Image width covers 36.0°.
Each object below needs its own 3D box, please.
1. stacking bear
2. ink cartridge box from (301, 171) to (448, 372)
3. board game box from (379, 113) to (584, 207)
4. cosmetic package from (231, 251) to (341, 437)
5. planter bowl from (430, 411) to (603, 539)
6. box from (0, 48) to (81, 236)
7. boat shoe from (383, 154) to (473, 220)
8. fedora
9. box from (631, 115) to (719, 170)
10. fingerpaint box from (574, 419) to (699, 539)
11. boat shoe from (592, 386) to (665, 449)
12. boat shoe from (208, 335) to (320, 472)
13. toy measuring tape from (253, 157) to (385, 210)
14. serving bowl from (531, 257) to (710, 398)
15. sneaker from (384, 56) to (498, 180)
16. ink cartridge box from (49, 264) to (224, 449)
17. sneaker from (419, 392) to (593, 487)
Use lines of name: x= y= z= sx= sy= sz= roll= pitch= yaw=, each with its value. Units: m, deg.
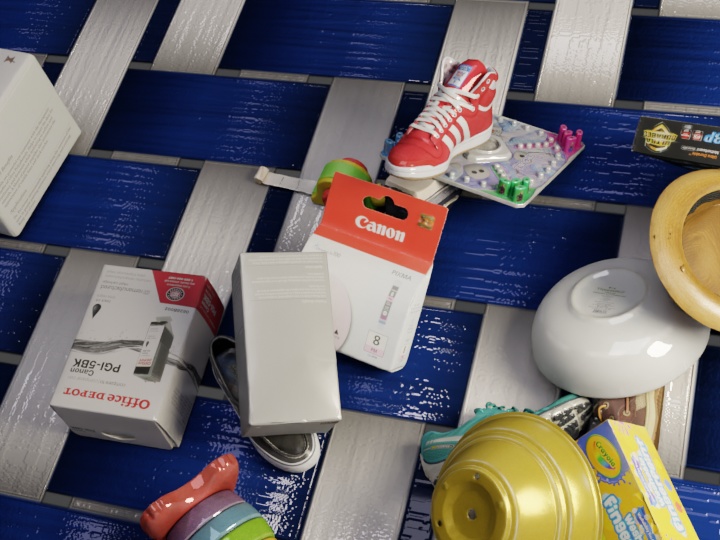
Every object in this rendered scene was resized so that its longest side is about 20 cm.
stacking bear: x=-0.127 y=0.317 z=1.179 sx=0.121 sy=0.114 sz=0.200 roll=-33 pitch=68 yaw=-25
ink cartridge box: x=0.000 y=0.000 z=1.321 sx=0.162 sy=0.057 sz=0.200 roll=20 pitch=106 yaw=23
board game box: x=0.158 y=-0.161 z=1.406 sx=0.200 sy=0.026 sz=0.200 roll=22 pitch=38 yaw=24
cosmetic package: x=-0.086 y=0.083 z=1.251 sx=0.107 sy=0.090 sz=0.200 roll=1 pitch=74 yaw=-14
planter bowl: x=0.131 y=0.239 z=1.093 sx=0.200 sy=0.083 sz=0.201 roll=-8 pitch=77 yaw=41
box: x=-0.543 y=-0.188 z=1.544 sx=0.200 sy=0.171 sz=0.199 roll=14 pitch=62 yaw=20
boat shoe: x=0.094 y=-0.099 z=1.417 sx=0.075 sy=0.093 sz=0.200 roll=26 pitch=39 yaw=30
fedora: x=0.384 y=-0.010 z=1.185 sx=0.200 sy=0.082 sz=0.201 roll=6 pitch=63 yaw=-11
box: x=0.438 y=-0.131 z=1.268 sx=0.200 sy=0.159 sz=0.046 roll=18 pitch=98 yaw=45
fingerpaint box: x=0.242 y=0.277 z=1.096 sx=0.167 sy=0.073 sz=0.200 roll=-43 pitch=50 yaw=30
boat shoe: x=0.289 y=0.160 z=1.208 sx=0.072 sy=0.072 sz=0.200 roll=5 pitch=56 yaw=19
boat shoe: x=-0.119 y=0.150 z=1.304 sx=0.070 sy=0.066 sz=0.200 roll=-32 pitch=57 yaw=-8
toy measuring tape: x=-0.055 y=-0.121 z=1.456 sx=0.200 sy=0.074 sz=0.074 roll=15 pitch=63 yaw=20
serving bowl: x=0.283 y=0.049 z=1.238 sx=0.200 sy=0.066 sz=0.200 roll=-15 pitch=36 yaw=12
sneaker: x=0.098 y=-0.185 z=1.311 sx=0.071 sy=0.113 sz=0.200 roll=25 pitch=38 yaw=25
ink cartridge box: x=-0.270 y=0.103 z=1.356 sx=0.147 sy=0.083 sz=0.200 roll=6 pitch=60 yaw=15
sneaker: x=0.159 y=0.175 z=1.226 sx=0.200 sy=0.078 sz=0.080 roll=-21 pitch=48 yaw=-1
